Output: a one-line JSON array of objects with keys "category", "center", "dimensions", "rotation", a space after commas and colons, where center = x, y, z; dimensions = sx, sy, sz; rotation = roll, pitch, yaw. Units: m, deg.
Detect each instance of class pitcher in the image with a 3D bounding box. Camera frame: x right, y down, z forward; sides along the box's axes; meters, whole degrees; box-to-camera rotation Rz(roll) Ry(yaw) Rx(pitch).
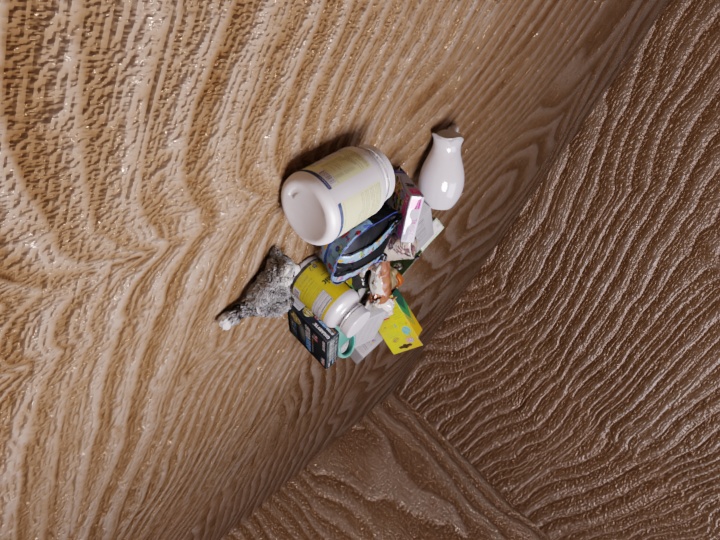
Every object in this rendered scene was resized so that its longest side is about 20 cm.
[{"category": "pitcher", "center": [0.227, -0.279, 1.560], "dimensions": [0.172, 0.120, 0.202], "rotation": [-50, 150, -57]}]

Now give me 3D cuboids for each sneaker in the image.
[{"category": "sneaker", "center": [0.000, 0.000, 1.645], "dimensions": [0.076, 0.091, 0.201], "rotation": [-25, 150, -48]}]

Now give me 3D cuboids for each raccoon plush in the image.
[{"category": "raccoon plush", "center": [-0.211, 0.044, 1.231], "dimensions": [0.200, 0.096, 0.135], "rotation": [-40, 153, -28]}]

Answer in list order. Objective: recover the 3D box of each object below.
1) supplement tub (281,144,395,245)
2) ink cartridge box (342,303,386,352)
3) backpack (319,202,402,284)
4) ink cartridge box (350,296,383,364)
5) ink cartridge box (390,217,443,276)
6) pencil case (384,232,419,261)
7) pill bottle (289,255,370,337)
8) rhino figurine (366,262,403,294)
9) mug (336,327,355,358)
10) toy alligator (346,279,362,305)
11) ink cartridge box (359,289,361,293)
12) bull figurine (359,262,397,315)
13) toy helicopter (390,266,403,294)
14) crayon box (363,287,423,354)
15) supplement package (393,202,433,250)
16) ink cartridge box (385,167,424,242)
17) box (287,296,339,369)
[{"category": "supplement tub", "center": [-0.040, -0.153, 1.133], "dimensions": [0.199, 0.145, 0.146], "rotation": [-35, 158, -37]}, {"category": "ink cartridge box", "center": [-0.020, 0.187, 1.812], "dimensions": [0.199, 0.050, 0.163], "rotation": [-18, 147, -34]}, {"category": "backpack", "center": [-0.021, -0.071, 1.367], "dimensions": [0.199, 0.134, 0.183], "rotation": [-36, 159, -35]}, {"category": "ink cartridge box", "center": [0.018, 0.192, 1.980], "dimensions": [0.200, 0.145, 0.084], "rotation": [-39, 172, -30]}, {"category": "ink cartridge box", "center": [0.152, -0.080, 1.798], "dimensions": [0.200, 0.048, 0.145], "rotation": [-47, -161, -8]}, {"category": "pencil case", "center": [0.053, -0.056, 1.516], "dimensions": [0.198, 0.079, 0.089], "rotation": [-8, 162, 21]}, {"category": "pill bottle", "center": [-0.074, 0.067, 1.416], "dimensions": [0.111, 0.200, 0.112], "rotation": [-43, 163, -17]}, {"category": "rhino figurine", "center": [0.078, 0.038, 1.856], "dimensions": [0.087, 0.060, 0.201], "rotation": [-15, -151, 37]}, {"category": "mug", "center": [-0.074, 0.139, 1.636], "dimensions": [0.114, 0.152, 0.186], "rotation": [-40, 149, -23]}, {"category": "toy alligator", "center": [-0.047, 0.027, 1.548], "dimensions": [0.059, 0.200, 0.055], "rotation": [-17, -139, 31]}, {"category": "ink cartridge box", "center": [-0.021, 0.081, 1.816], "dimensions": [0.146, 0.048, 0.201], "rotation": [107, 8, -54]}, {"category": "bull figurine", "center": [0.050, 0.050, 1.612], "dimensions": [0.121, 0.064, 0.202], "rotation": [-46, 137, -49]}, {"category": "toy helicopter", "center": [0.050, -0.025, 1.695], "dimensions": [0.079, 0.131, 0.201], "rotation": [-41, 143, -34]}, {"category": "crayon box", "center": [0.111, 0.167, 1.890], "dimensions": [0.126, 0.201, 0.051], "rotation": [-22, -164, 35]}, {"category": "supplement package", "center": [0.129, -0.133, 1.639], "dimensions": [0.110, 0.114, 0.200], "rotation": [-46, 162, -6]}, {"category": "ink cartridge box", "center": [0.099, -0.166, 1.426], "dimensions": [0.041, 0.201, 0.121], "rotation": [4, 119, -14]}, {"category": "box", "center": [-0.127, 0.164, 1.561], "dimensions": [0.046, 0.159, 0.201], "rotation": [-39, 161, -22]}]
